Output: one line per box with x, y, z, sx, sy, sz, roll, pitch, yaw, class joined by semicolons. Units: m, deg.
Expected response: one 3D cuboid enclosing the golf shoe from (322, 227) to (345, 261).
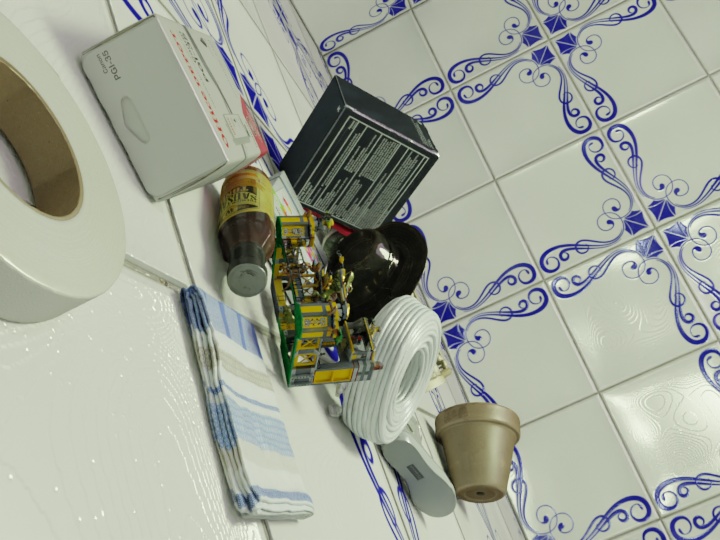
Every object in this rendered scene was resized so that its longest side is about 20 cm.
-0.047;-0.064;1.411;0.088;0.078;0.200;35;14;8;golf shoe

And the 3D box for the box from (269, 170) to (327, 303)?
-0.102;-0.049;1.047;0.200;0.041;0.157;-84;148;-73;box

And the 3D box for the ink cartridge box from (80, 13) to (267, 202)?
-0.174;-0.159;0.736;0.200;0.082;0.148;-77;142;-78;ink cartridge box

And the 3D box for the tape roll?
-0.207;-0.070;0.419;0.203;0.037;0.205;-90;154;-70;tape roll

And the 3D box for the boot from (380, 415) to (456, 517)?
0.093;0.297;1.170;0.201;0.073;0.096;60;16;-29;boot

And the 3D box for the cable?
0.045;0.133;0.993;0.069;0.202;0.200;21;-15;23;cable

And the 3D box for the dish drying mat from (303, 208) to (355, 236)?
-0.026;-0.086;1.334;0.198;0.018;0.077;32;23;-7;dish drying mat

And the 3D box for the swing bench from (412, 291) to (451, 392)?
0.063;0.123;1.303;0.200;0.128;0.201;12;54;-80;swing bench

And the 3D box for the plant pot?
0.266;0.417;1.655;0.201;0.197;0.176;57;29;-46;plant pot

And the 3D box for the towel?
-0.095;0.118;0.643;0.147;0.024;0.202;51;16;-65;towel

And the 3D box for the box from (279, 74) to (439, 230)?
-0.007;-0.192;1.273;0.197;0.201;0.124;22;31;-29;box

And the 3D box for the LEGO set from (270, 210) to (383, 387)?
-0.031;0.032;0.823;0.201;0.114;0.155;-112;-154;-49;LEGO set

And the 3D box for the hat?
0.000;0.000;1.085;0.081;0.200;0.202;35;26;-39;hat

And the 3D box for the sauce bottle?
-0.122;-0.046;0.800;0.066;0.065;0.201;60;7;-33;sauce bottle
